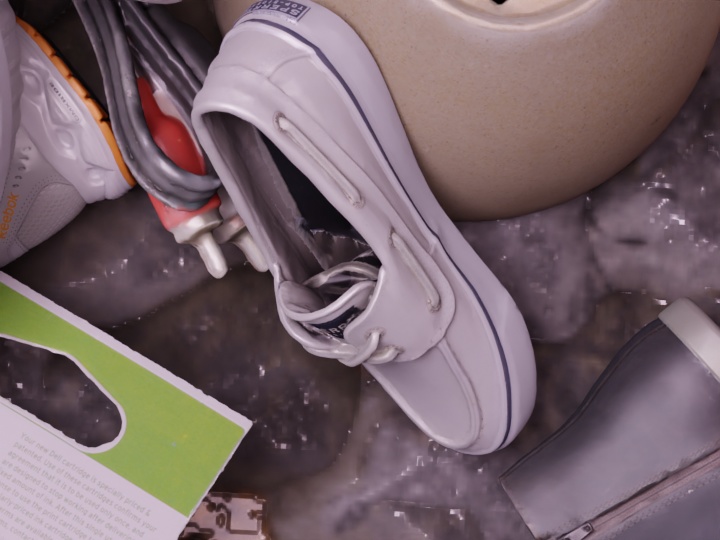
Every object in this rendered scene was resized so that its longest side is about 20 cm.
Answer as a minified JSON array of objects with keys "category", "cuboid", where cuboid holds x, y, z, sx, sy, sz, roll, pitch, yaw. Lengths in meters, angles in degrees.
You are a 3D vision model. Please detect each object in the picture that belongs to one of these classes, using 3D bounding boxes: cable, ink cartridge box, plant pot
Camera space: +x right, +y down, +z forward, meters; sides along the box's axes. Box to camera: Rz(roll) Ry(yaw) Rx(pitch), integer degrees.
[{"category":"cable","cuboid":[-0.094,-0.083,0.952,0.050,0.097,0.200,-42,85,29]},{"category":"ink cartridge box","cuboid":[-0.144,0.112,0.925,0.147,0.076,0.200,29,74,15]},{"category":"plant pot","cuboid":[0.046,-0.121,0.938,0.199,0.134,0.202,0,88,-4]}]

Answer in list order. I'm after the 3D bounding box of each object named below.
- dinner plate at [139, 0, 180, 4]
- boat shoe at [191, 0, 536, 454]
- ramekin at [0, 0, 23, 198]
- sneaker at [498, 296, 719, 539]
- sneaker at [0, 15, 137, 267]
[{"category":"dinner plate","cuboid":[-0.137,-0.155,0.874,0.024,0.200,0.200,-44,92,12]},{"category":"boat shoe","cuboid":[0.000,0.000,0.922,0.066,0.072,0.201,-55,134,-36]},{"category":"ramekin","cuboid":[-0.208,-0.063,0.876,0.199,0.105,0.201,1,102,4]},{"category":"sneaker","cuboid":[0.148,0.117,0.975,0.106,0.075,0.200,-42,88,5]},{"category":"sneaker","cuboid":[-0.174,-0.086,0.951,0.092,0.076,0.200,-39,90,-1]}]
